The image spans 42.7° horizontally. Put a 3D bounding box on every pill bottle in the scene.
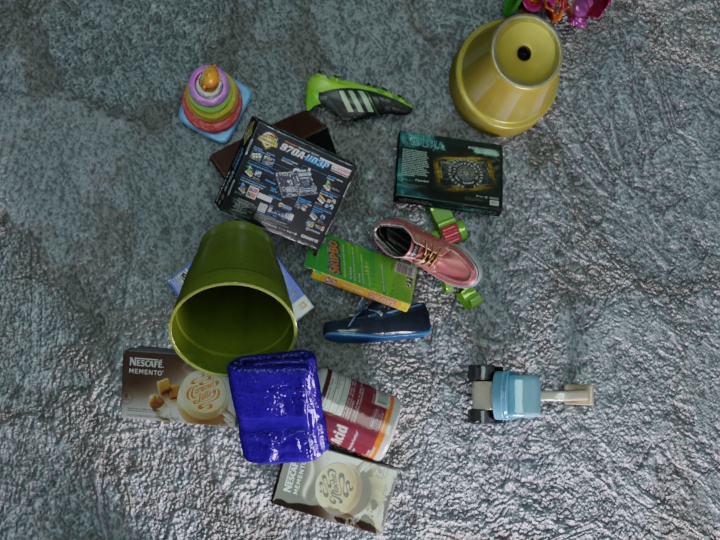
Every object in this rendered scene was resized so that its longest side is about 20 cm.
[{"bbox_3d":[-0.039,0.238,1.573,0.196,0.114,0.116,22,83,-4],"label":"pill bottle"}]

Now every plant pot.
[{"bbox_3d":[-0.200,0.029,1.475,0.195,0.203,0.195,2,41,-6],"label":"plant pot"},{"bbox_3d":[0.267,-0.357,1.623,0.196,0.189,0.206,0,85,-5],"label":"plant pot"}]

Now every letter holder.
[{"bbox_3d":[-0.151,-0.185,1.616,0.197,0.142,0.102,-27,120,-10],"label":"letter holder"}]

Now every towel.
[{"bbox_3d":[-0.130,0.224,1.467,0.144,0.050,0.204,-6,121,-1],"label":"towel"}]

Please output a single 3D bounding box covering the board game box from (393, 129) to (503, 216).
[{"bbox_3d":[0.160,-0.176,1.656,0.195,0.028,0.138,8,66,-6],"label":"board game box"}]

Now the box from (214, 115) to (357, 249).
[{"bbox_3d":[-0.123,-0.143,1.536,0.197,0.046,0.161,20,103,-28],"label":"box"}]

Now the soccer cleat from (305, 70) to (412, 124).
[{"bbox_3d":[-0.004,-0.298,1.654,0.196,0.068,0.083,12,103,-10],"label":"soccer cleat"}]

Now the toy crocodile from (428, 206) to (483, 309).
[{"bbox_3d":[0.168,-0.028,1.646,0.066,0.062,0.204,-15,86,-7],"label":"toy crocodile"}]

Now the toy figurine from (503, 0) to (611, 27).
[{"bbox_3d":[0.371,-0.510,1.676,0.181,0.150,0.204,23,70,-13],"label":"toy figurine"}]

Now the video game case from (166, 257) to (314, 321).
[{"bbox_3d":[-0.208,0.042,1.607,0.180,0.045,0.201,-38,90,-9],"label":"video game case"}]

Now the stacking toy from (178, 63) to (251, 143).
[{"bbox_3d":[-0.253,-0.303,1.555,0.108,0.200,0.118,28,83,-3],"label":"stacking toy"}]

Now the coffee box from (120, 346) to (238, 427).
[{"bbox_3d":[-0.294,0.192,1.542,0.195,0.080,0.117,5,92,5],"label":"coffee box"}]

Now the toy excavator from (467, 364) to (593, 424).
[{"bbox_3d":[0.300,0.220,1.610,0.196,0.194,0.102,0,84,22],"label":"toy excavator"}]

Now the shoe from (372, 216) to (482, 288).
[{"bbox_3d":[0.113,-0.028,1.591,0.198,0.091,0.073,33,109,20],"label":"shoe"}]

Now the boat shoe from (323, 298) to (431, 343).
[{"bbox_3d":[0.026,0.089,1.621,0.196,0.084,0.070,-1,77,-23],"label":"boat shoe"}]

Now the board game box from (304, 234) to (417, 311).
[{"bbox_3d":[0.000,0.000,1.617,0.196,0.030,0.097,22,44,-6],"label":"board game box"}]

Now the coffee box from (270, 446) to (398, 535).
[{"bbox_3d":[-0.046,0.366,1.577,0.196,0.080,0.116,16,84,-4],"label":"coffee box"}]
